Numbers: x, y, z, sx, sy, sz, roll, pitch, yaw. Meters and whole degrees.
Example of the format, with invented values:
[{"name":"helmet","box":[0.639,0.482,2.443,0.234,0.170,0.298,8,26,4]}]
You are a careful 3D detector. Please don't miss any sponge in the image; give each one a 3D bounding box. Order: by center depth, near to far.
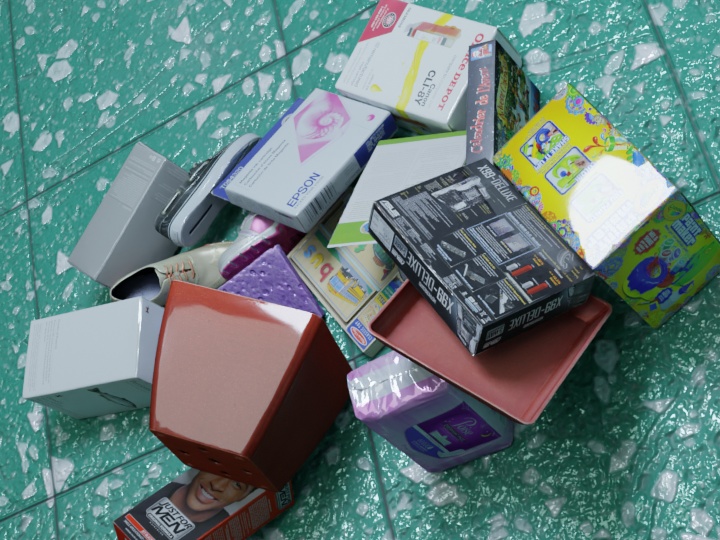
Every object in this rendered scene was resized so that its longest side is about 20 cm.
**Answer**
[{"name":"sponge","box":[-0.154,0.069,1.761,0.200,0.030,0.112,-36,89,13]}]

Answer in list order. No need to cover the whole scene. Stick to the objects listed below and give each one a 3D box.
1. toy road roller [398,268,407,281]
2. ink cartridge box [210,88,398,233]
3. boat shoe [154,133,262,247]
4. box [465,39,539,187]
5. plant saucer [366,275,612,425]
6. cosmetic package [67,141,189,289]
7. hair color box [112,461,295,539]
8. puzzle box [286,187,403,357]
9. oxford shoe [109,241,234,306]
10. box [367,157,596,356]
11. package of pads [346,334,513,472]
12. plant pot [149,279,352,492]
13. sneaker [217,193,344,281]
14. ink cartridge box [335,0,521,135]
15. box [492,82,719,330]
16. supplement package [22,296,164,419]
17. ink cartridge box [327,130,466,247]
[{"name":"toy road roller","box":[0.144,0.039,1.569,0.199,0.123,0.147,-2,85,30]},{"name":"ink cartridge box","box":[-0.082,-0.154,1.769,0.199,0.043,0.197,22,64,40]},{"name":"boat shoe","box":[-0.213,-0.122,1.856,0.071,0.072,0.200,24,61,29]},{"name":"box","box":[0.173,-0.157,1.619,0.038,0.136,0.201,-9,66,28]},{"name":"plant saucer","box":[0.136,0.060,1.419,0.199,0.037,0.200,30,51,16]},{"name":"cosmetic package","box":[-0.312,-0.064,1.902,0.090,0.107,0.201,31,86,43]},{"name":"hair color box","box":[-0.189,0.295,1.637,0.200,0.061,0.101,-33,47,-28]},{"name":"puzzle box","box":[0.000,0.000,1.730,0.133,0.025,0.200,-48,53,7]},{"name":"oxford shoe","box":[-0.245,0.012,1.823,0.199,0.074,0.071,-23,85,2]},{"name":"box","box":[0.127,-0.020,1.431,0.157,0.050,0.200,-23,56,-28]},{"name":"package of pads","box":[0.082,0.152,1.504,0.120,0.200,0.076,-22,55,18]},{"name":"plant pot","box":[-0.142,0.150,1.606,0.199,0.200,0.177,13,68,20]},{"name":"sneaker","box":[-0.116,-0.065,1.802,0.200,0.081,0.088,-41,52,-1]},{"name":"ink cartridge box","box":[0.088,-0.259,1.749,0.199,0.083,0.146,24,83,37]},{"name":"box","box":[0.278,-0.068,1.475,0.122,0.200,0.193,-44,53,8]},{"name":"supplement package","box":[-0.345,0.122,1.836,0.199,0.117,0.118,-13,63,28]},{"name":"ink cartridge box","box":[0.064,-0.077,1.642,0.147,0.076,0.200,-4,42,31]}]
